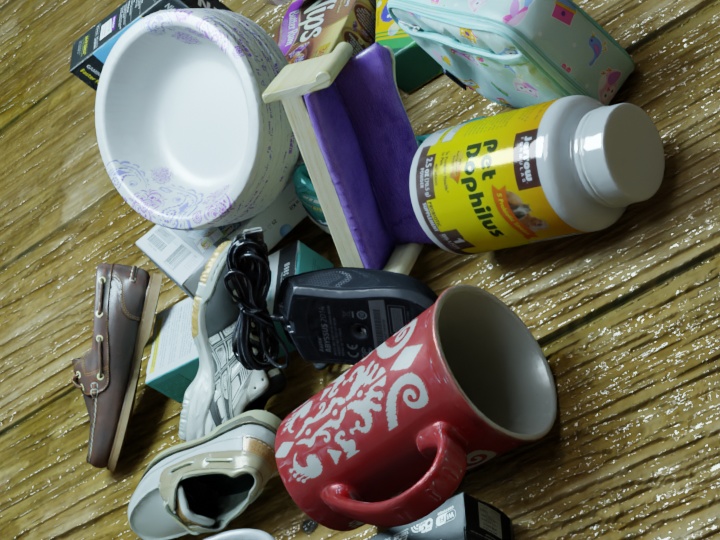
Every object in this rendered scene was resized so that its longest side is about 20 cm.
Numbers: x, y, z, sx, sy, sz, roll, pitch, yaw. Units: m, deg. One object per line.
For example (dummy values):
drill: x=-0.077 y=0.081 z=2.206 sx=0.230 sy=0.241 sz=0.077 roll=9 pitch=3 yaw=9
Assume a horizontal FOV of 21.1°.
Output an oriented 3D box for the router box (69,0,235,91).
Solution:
router box: x=-0.168 y=-0.198 z=1.940 sx=0.149 sy=0.200 sz=0.051 roll=-33 pitch=39 yaw=30

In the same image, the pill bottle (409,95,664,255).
pill bottle: x=0.142 y=-0.078 z=1.554 sx=0.200 sy=0.109 sz=0.109 roll=-12 pitch=54 yaw=45

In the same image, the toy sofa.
toy sofa: x=0.001 y=-0.088 z=1.642 sx=0.098 sy=0.200 sz=0.083 roll=-13 pitch=20 yaw=21

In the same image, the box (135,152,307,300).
box: x=-0.111 y=-0.063 z=1.851 sx=0.200 sy=0.041 sz=0.156 roll=-45 pitch=27 yaw=-6

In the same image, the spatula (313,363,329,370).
spatula: x=0.000 y=0.000 z=1.739 sx=0.057 sy=0.021 sz=0.200 roll=3 pitch=66 yaw=45

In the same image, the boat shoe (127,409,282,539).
boat shoe: x=-0.144 y=0.192 z=1.690 sx=0.200 sy=0.075 sz=0.068 roll=-40 pitch=17 yaw=37

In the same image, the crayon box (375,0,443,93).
crayon box: x=0.101 y=-0.267 z=1.804 sx=0.200 sy=0.052 sz=0.126 roll=-29 pitch=44 yaw=33

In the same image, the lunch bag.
lunch bag: x=0.119 y=-0.198 z=1.634 sx=0.200 sy=0.160 sz=0.077 roll=22 pitch=80 yaw=54

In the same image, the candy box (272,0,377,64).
candy box: x=-0.040 y=-0.207 z=1.874 sx=0.117 sy=0.056 sz=0.200 roll=-20 pitch=33 yaw=37

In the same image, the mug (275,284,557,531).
mug: x=0.026 y=0.121 z=1.499 sx=0.200 sy=0.133 sz=0.178 roll=-35 pitch=-4 yaw=34

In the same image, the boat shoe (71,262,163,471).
boat shoe: x=-0.245 y=0.092 z=1.872 sx=0.070 sy=0.070 sz=0.200 roll=-175 pitch=96 yaw=-81

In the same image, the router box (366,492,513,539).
router box: x=0.027 y=0.276 z=1.453 sx=0.200 sy=0.062 sz=0.150 roll=-32 pitch=43 yaw=31

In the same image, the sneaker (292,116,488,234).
sneaker: x=0.032 y=-0.090 z=1.708 sx=0.200 sy=0.080 sz=0.078 roll=-20 pitch=41 yaw=21

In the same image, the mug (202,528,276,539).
mug: x=-0.142 y=0.282 z=1.600 sx=0.175 sy=0.148 sz=0.200 roll=-11 pitch=25 yaw=39

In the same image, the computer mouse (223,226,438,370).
computer mouse: x=-0.012 y=0.030 z=1.629 sx=0.200 sy=0.139 sz=0.053 roll=8 pitch=35 yaw=14

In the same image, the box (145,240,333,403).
box: x=-0.114 y=0.050 z=1.811 sx=0.200 sy=0.049 sz=0.082 roll=-26 pitch=45 yaw=36

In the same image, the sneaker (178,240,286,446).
sneaker: x=-0.102 y=0.075 z=1.716 sx=0.088 sy=0.076 sz=0.200 roll=10 pitch=102 yaw=22

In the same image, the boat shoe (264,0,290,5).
boat shoe: x=-0.022 y=-0.330 z=1.937 sx=0.069 sy=0.074 sz=0.200 roll=-11 pitch=27 yaw=50

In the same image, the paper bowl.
paper bowl: x=-0.139 y=-0.140 z=1.773 sx=0.201 sy=0.104 sz=0.201 roll=7 pitch=102 yaw=36
